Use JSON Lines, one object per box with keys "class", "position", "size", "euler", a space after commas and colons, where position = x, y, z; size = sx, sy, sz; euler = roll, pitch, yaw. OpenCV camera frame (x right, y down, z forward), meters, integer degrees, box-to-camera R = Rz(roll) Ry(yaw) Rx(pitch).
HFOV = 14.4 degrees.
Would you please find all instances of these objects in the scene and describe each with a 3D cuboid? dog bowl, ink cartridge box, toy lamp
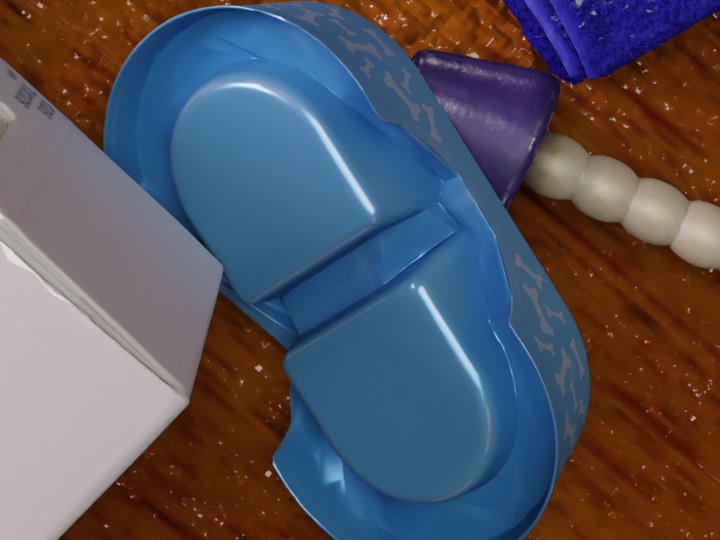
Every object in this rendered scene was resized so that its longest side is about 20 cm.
{"class": "dog bowl", "position": [0.000, 0.000, 0.920], "size": [0.111, 0.050, 0.200], "euler": [-32, 92, 37]}
{"class": "ink cartridge box", "position": [-0.161, 0.039, 0.857], "size": [0.145, 0.147, 0.200], "euler": [42, 102, -10]}
{"class": "toy lamp", "position": [0.102, -0.016, 0.944], "size": [0.200, 0.058, 0.058], "euler": [25, 88, -1]}

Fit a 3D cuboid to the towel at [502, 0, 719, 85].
{"class": "towel", "position": [0.073, -0.162, 0.894], "size": [0.148, 0.050, 0.200], "euler": [-29, 117, 19]}
